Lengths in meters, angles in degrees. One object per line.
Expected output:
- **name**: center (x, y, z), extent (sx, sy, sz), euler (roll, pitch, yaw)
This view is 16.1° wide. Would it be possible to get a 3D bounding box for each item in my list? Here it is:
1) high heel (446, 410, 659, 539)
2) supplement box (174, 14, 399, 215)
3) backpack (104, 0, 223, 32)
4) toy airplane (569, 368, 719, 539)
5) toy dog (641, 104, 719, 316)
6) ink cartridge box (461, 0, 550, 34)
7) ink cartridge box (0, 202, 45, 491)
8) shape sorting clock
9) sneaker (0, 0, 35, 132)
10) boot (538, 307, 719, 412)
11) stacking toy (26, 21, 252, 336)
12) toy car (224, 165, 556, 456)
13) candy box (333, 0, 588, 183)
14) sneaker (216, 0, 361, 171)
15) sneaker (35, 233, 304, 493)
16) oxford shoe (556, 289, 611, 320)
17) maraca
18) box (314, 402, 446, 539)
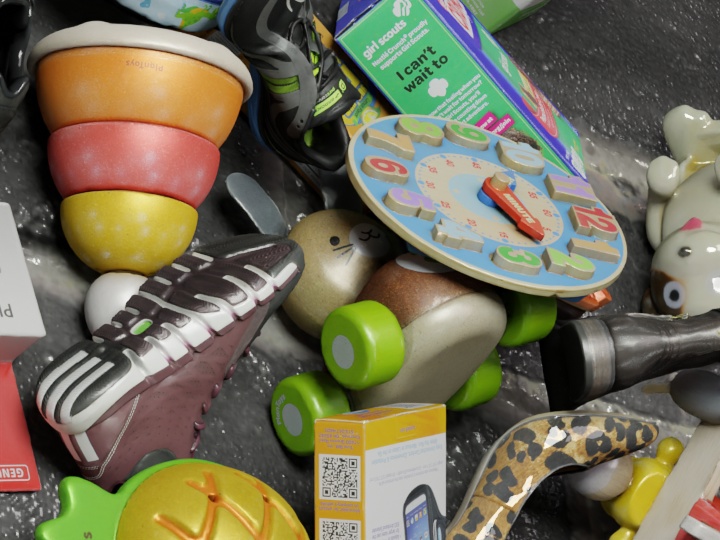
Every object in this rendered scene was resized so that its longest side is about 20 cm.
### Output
- **high heel**: center (0.113, 0.172, 1.692), extent (0.200, 0.071, 0.143), euler (-10, 74, -8)
- **supplement box**: center (-0.044, -0.131, 1.796), extent (0.200, 0.069, 0.067), euler (49, 43, -13)
- **backpack**: center (-0.147, -0.241, 1.677), extent (0.200, 0.154, 0.163), euler (52, 24, 9)
- **toy airplane**: center (0.207, 0.164, 1.750), extent (0.141, 0.199, 0.200), euler (31, 45, -7)
- **toy dog**: center (0.286, -0.021, 2.012), extent (0.200, 0.139, 0.194), euler (-57, 144, -49)
- **ink cartridge box**: center (0.142, -0.299, 1.983), extent (0.084, 0.200, 0.146), euler (-28, 86, -49)
- **ink cartridge box**: center (-0.274, 0.041, 1.477), extent (0.200, 0.045, 0.176), euler (2, 62, -43)
- **shape sorting clock**: center (0.085, -0.047, 1.685), extent (0.200, 0.039, 0.200), euler (22, 27, -12)
- **sneaker**: center (-0.244, -0.170, 1.610), extent (0.076, 0.091, 0.200), euler (4, 60, -40)
- **boot**: center (0.215, 0.052, 1.715), extent (0.174, 0.200, 0.069), euler (-9, 89, -8)
- **stacking toy**: center (-0.150, -0.046, 1.619), extent (0.146, 0.146, 0.200), euler (17, 72, -36)
- **toy car**: center (0.000, 0.000, 1.703), extent (0.164, 0.158, 0.200), euler (-14, 63, -38)
- **candy box**: center (0.073, -0.133, 1.853), extent (0.200, 0.077, 0.169), euler (46, 12, -10)
- **sneaker**: center (-0.039, -0.138, 1.663), extent (0.083, 0.200, 0.071), euler (30, 64, 27)
- **sneaker**: center (-0.107, 0.067, 1.575), extent (0.200, 0.076, 0.116), euler (-35, 127, -27)
- **oxford shoe**: center (0.124, 0.016, 1.802), extent (0.071, 0.073, 0.200), euler (59, 11, 15)
- **maraca**: center (-0.106, 0.177, 1.498), extent (0.200, 0.107, 0.137), euler (5, 63, -44)
- **box**: center (0.013, 0.187, 1.592), extent (0.119, 0.041, 0.200), euler (-4, 96, -63)
